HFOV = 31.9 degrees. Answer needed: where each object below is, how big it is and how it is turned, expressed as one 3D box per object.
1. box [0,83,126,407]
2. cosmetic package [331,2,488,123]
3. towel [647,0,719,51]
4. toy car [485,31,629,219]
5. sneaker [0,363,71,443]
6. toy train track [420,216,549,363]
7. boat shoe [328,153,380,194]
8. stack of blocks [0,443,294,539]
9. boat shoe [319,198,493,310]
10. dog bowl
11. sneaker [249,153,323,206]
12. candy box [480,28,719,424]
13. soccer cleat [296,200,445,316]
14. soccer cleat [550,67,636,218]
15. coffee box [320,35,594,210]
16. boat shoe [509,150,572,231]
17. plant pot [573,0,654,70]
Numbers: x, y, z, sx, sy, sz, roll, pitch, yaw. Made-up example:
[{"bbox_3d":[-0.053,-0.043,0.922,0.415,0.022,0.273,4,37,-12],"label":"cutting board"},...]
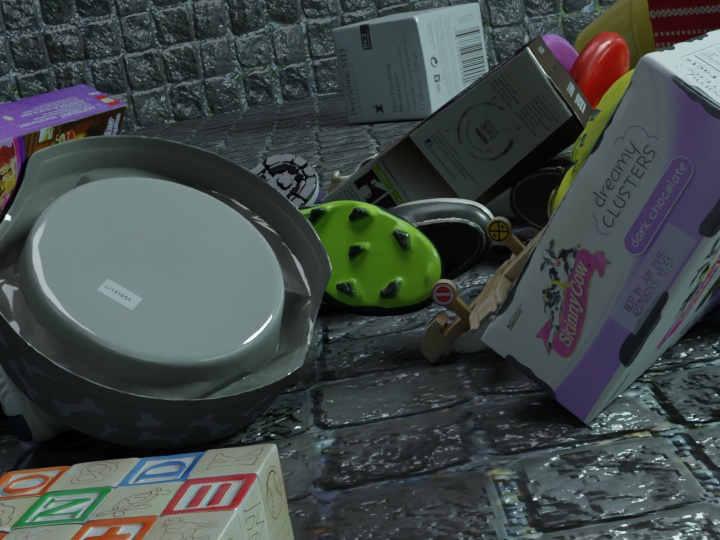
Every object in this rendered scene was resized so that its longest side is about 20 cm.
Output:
[{"bbox_3d":[-0.215,-0.006,0.774,0.039,0.202,0.137,25,23,14],"label":"box"},{"bbox_3d":[0.086,-0.343,2.097,0.199,0.167,0.164,1,17,45],"label":"cosmetic package"},{"bbox_3d":[0.244,-0.085,0.732,0.022,0.202,0.144,-28,21,-38],"label":"towel"},{"bbox_3d":[0.188,-0.133,1.110,0.198,0.152,0.174,0,16,38],"label":"toy car"},{"bbox_3d":[-0.129,0.039,0.756,0.128,0.080,0.199,-16,1,11],"label":"sneaker"},{"bbox_3d":[0.098,-0.028,0.716,0.200,0.033,0.115,-47,0,19],"label":"toy train track"},{"bbox_3d":[0.033,-0.075,1.164,0.074,0.069,0.200,-3,14,26],"label":"boat shoe"},{"bbox_3d":[-0.098,0.125,0.400,0.114,0.059,0.200,-8,13,12],"label":"stack of blocks"},{"bbox_3d":[0.000,0.000,0.891,0.198,0.067,0.057,-11,30,23],"label":"boat shoe"},{"bbox_3d":[-0.115,0.012,0.697,0.198,0.059,0.201,13,41,-11],"label":"dog bowl"},{"bbox_3d":[-0.109,-0.001,0.987,0.199,0.088,0.076,-31,56,-7],"label":"sneaker"},{"bbox_3d":[0.167,-0.035,0.645,0.071,0.169,0.199,39,34,19],"label":"candy box"},{"bbox_3d":[-0.020,-0.008,0.811,0.198,0.068,0.081,10,-8,38],"label":"soccer cleat"},{"bbox_3d":[0.154,-0.070,0.800,0.064,0.084,0.201,-10,-31,-7],"label":"soccer cleat"},{"bbox_3d":[0.079,-0.090,0.986,0.199,0.080,0.113,-35,4,20],"label":"coffee box"},{"bbox_3d":[0.175,-0.047,0.930,0.059,0.073,0.199,-16,19,-34],"label":"boat shoe"},{"bbox_3d":[0.365,-0.264,1.508,0.200,0.203,0.188,-20,0,-39],"label":"plant pot"}]
